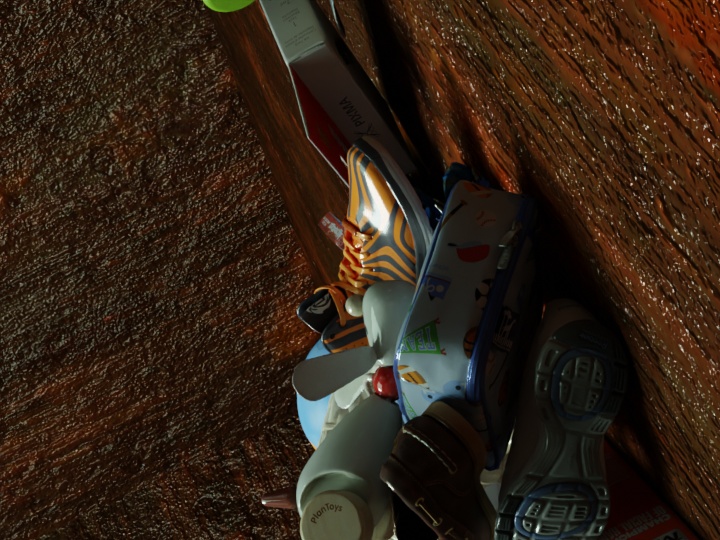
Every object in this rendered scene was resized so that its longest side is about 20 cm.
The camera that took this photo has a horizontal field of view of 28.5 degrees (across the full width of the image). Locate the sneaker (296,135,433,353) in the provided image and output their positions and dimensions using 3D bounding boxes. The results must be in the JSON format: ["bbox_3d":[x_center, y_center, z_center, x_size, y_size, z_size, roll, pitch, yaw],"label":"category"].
[{"bbox_3d":[0.000,0.000,1.099,0.078,0.111,0.201,48,160,54],"label":"sneaker"}]

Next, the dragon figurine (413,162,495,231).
[{"bbox_3d":[0.067,-0.049,1.129,0.200,0.058,0.100,48,160,60],"label":"dragon figurine"}]

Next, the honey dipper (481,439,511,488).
[{"bbox_3d":[0.121,0.124,1.064,0.200,0.038,0.038,-44,67,50],"label":"honey dipper"}]

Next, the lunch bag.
[{"bbox_3d":[0.083,0.037,0.982,0.201,0.075,0.161,78,-149,-60],"label":"lunch bag"}]

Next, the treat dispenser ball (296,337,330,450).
[{"bbox_3d":[0.020,0.157,1.759,0.201,0.199,0.202,155,90,-85],"label":"treat dispenser ball"}]

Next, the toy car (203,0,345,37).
[{"bbox_3d":[-0.068,-0.267,1.128,0.165,0.157,0.200,62,-175,25],"label":"toy car"}]

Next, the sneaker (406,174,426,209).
[{"bbox_3d":[0.056,-0.033,1.352,0.200,0.060,0.104,57,179,42],"label":"sneaker"}]

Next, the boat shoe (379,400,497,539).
[{"bbox_3d":[0.048,0.158,0.967,0.070,0.070,0.200,33,160,27],"label":"boat shoe"}]

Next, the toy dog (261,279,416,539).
[{"bbox_3d":[-0.015,0.109,1.009,0.132,0.095,0.202,63,-140,-61],"label":"toy dog"}]

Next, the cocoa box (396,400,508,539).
[{"bbox_3d":[0.100,0.135,1.221,0.131,0.132,0.201,-128,14,-66],"label":"cocoa box"}]

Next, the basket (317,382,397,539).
[{"bbox_3d":[0.038,0.175,1.401,0.123,0.134,0.202,51,-133,-61],"label":"basket"}]

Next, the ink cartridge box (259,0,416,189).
[{"bbox_3d":[-0.007,-0.134,1.247,0.200,0.044,0.177,49,-164,-51],"label":"ink cartridge box"}]

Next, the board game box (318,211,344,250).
[{"bbox_3d":[0.045,0.023,1.334,0.200,0.019,0.103,42,180,-16],"label":"board game box"}]

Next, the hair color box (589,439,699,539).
[{"bbox_3d":[0.191,0.206,1.019,0.200,0.063,0.112,-130,17,-68],"label":"hair color box"}]

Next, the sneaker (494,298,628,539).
[{"bbox_3d":[0.135,0.112,0.961,0.087,0.074,0.202,-91,12,-66],"label":"sneaker"}]
